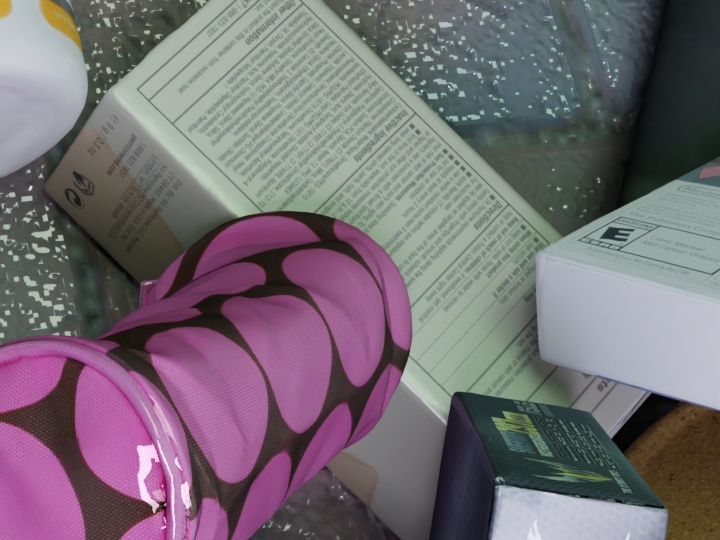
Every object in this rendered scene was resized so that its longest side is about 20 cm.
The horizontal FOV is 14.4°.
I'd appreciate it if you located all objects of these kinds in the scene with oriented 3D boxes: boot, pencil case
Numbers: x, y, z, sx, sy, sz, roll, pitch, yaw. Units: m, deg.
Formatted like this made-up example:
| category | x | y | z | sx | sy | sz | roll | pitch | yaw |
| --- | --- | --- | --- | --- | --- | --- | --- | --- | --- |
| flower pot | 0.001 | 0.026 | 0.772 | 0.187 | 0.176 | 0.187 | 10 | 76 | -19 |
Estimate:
| category | x | y | z | sx | sy | sz | roll | pitch | yaw |
| --- | --- | --- | --- | --- | --- | --- | --- | --- | --- |
| boot | 0.117 | -0.085 | 1.070 | 0.165 | 0.066 | 0.200 | 26 | 61 | -19 |
| pencil case | -0.056 | 0.039 | 0.827 | 0.093 | 0.091 | 0.200 | 17 | 15 | 14 |

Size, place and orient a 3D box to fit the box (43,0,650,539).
| category | x | y | z | sx | sy | sz | roll | pitch | yaw |
| --- | --- | --- | --- | --- | --- | --- | --- | --- | --- |
| box | 0.000 | 0.000 | 0.970 | 0.200 | 0.078 | 0.095 | 46 | 56 | 1 |

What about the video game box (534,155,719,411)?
| category | x | y | z | sx | sy | sz | roll | pitch | yaw |
| --- | --- | --- | --- | --- | --- | --- | --- | --- | --- |
| video game box | 0.188 | 0.003 | 0.920 | 0.182 | 0.200 | 0.047 | -29 | 124 | -42 |

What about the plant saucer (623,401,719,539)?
| category | x | y | z | sx | sy | sz | roll | pitch | yaw |
| --- | --- | --- | --- | --- | --- | --- | --- | --- | --- |
| plant saucer | 0.146 | 0.079 | 0.910 | 0.200 | 0.200 | 0.036 | -46 | 124 | -33 |

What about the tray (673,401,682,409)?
| category | x | y | z | sx | sy | sz | roll | pitch | yaw |
| --- | --- | --- | --- | --- | --- | --- | --- | --- | --- |
| tray | 0.101 | 0.141 | 0.983 | 0.107 | 0.022 | 0.200 | 43 | 57 | 0 |

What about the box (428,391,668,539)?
| category | x | y | z | sx | sy | sz | roll | pitch | yaw |
| --- | --- | --- | --- | --- | --- | --- | --- | --- | --- |
| box | 0.042 | 0.125 | 0.816 | 0.051 | 0.200 | 0.158 | 9 | 95 | -2 |

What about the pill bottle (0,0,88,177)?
| category | x | y | z | sx | sy | sz | roll | pitch | yaw |
| --- | --- | --- | --- | --- | --- | --- | --- | --- | --- |
| pill bottle | -0.165 | -0.131 | 0.935 | 0.116 | 0.116 | 0.201 | -6 | 68 | -27 |
